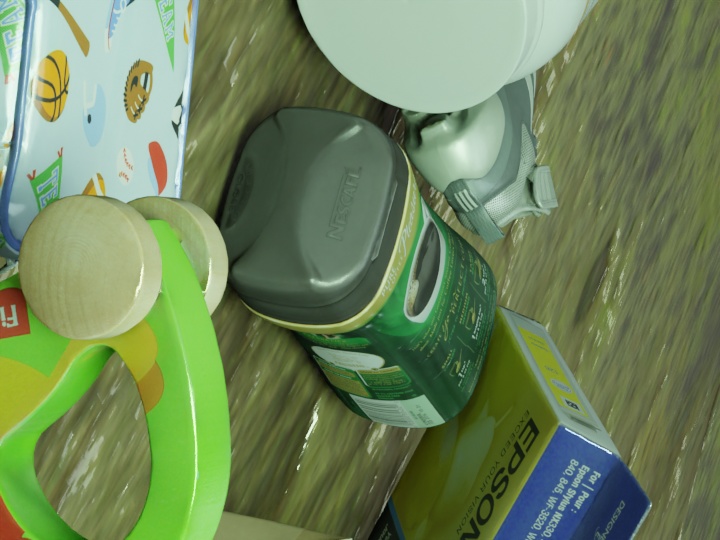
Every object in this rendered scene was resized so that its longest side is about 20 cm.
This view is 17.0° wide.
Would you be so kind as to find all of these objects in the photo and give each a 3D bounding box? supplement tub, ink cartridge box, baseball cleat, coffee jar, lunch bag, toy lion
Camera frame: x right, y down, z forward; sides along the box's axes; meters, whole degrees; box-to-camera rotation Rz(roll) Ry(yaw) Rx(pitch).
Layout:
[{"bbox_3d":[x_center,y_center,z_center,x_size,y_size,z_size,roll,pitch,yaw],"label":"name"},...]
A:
[{"bbox_3d":[0.064,-0.180,1.199,0.200,0.144,0.146,-51,143,-47],"label":"supplement tub"},{"bbox_3d":[0.059,0.145,1.229,0.199,0.047,0.200,-61,-163,15],"label":"ink cartridge box"},{"bbox_3d":[0.067,-0.086,1.286,0.107,0.069,0.201,59,30,-27],"label":"baseball cleat"},{"bbox_3d":[0.000,0.000,1.196,0.200,0.085,0.105,50,51,-61],"label":"coffee jar"},{"bbox_3d":[-0.116,-0.095,0.921,0.160,0.075,0.202,1,97,-68],"label":"lunch bag"},{"bbox_3d":[-0.133,0.083,0.813,0.069,0.199,0.193,-2,82,-67],"label":"toy lion"}]

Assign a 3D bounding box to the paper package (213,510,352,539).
[{"bbox_3d":[-0.070,0.240,1.113,0.191,0.103,0.201,-56,147,-43],"label":"paper package"}]
